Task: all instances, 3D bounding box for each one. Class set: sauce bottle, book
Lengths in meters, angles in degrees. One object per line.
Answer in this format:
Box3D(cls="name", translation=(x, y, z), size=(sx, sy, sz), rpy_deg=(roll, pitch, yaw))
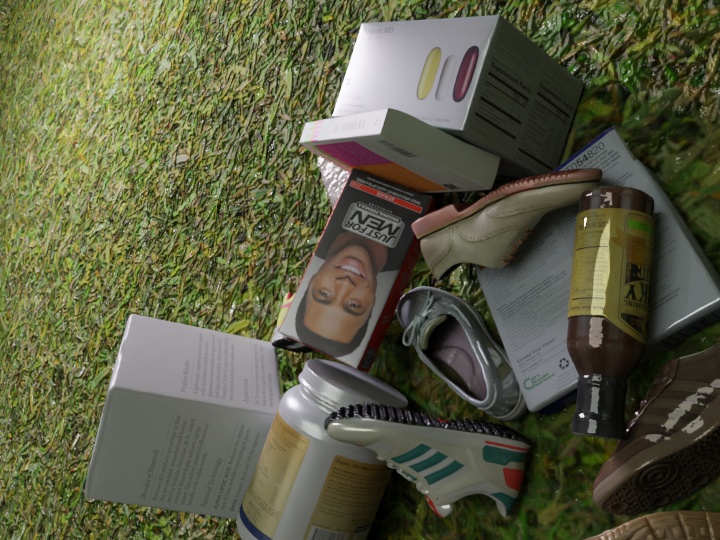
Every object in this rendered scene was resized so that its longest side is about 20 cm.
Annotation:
Box3D(cls="sauce bottle", translation=(0.202, 0.035, 0.577), size=(0.064, 0.064, 0.202), rpy_deg=(-2, 76, 46))
Box3D(cls="book", translation=(0.031, -0.122, 0.735), size=(0.200, 0.133, 0.048), rpy_deg=(16, 87, 62))

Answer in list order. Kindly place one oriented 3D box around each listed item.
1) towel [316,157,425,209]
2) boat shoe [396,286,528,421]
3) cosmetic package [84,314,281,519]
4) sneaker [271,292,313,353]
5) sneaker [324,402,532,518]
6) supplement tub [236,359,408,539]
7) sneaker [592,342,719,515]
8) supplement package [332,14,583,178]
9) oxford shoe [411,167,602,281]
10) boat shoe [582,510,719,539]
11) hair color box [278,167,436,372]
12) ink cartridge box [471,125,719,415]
Box3D(cls="towel", translation=(0.013, -0.107, 0.907), size=(0.132, 0.034, 0.201), rpy_deg=(-39, 53, 33))
Box3D(cls="boat shoe", translation=(0.095, 0.077, 0.735), size=(0.075, 0.064, 0.202), rpy_deg=(-57, 42, 16))
Box3D(cls="cosmetic package", translation=(-0.215, 0.181, 0.881), size=(0.165, 0.198, 0.166), rpy_deg=(-108, 35, -63))
Box3D(cls="sneaker", translation=(-0.041, 0.040, 0.887), size=(0.199, 0.078, 0.091), rpy_deg=(-19, 57, 40))
Box3D(cls="sneaker", translation=(0.060, 0.185, 0.670), size=(0.070, 0.198, 0.094), rpy_deg=(134, 145, -88))
Box3D(cls="supplement tub", translation=(-0.039, 0.213, 0.775), size=(0.144, 0.144, 0.201), rpy_deg=(27, 97, 47))
Box3D(cls="sneaker", translation=(0.260, 0.115, 0.563), size=(0.200, 0.070, 0.076), rpy_deg=(-47, 29, 22))
Box3D(cls="supplement package", translation=(0.099, -0.181, 0.748), size=(0.199, 0.155, 0.112), rpy_deg=(19, 90, 48))
Box3D(cls="oxford shoe", translation=(0.143, -0.044, 0.679), size=(0.199, 0.071, 0.074), rpy_deg=(-20, 87, 42))
Box3D(cls="boat shoe", translation=(0.218, 0.232, 0.553), size=(0.199, 0.069, 0.074), rpy_deg=(-17, 67, 20))
Box3D(cls="hair color box", translation=(0.000, 0.000, 0.783), size=(0.101, 0.061, 0.201), rpy_deg=(22, 84, 15))
Box3D(cls="ink cartridge box", translation=(0.207, 0.001, 0.660), size=(0.199, 0.040, 0.201), rpy_deg=(-39, 51, 31))
